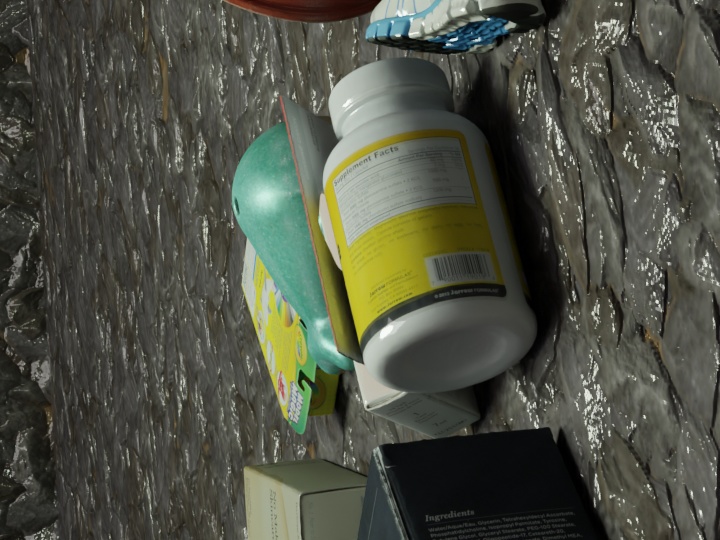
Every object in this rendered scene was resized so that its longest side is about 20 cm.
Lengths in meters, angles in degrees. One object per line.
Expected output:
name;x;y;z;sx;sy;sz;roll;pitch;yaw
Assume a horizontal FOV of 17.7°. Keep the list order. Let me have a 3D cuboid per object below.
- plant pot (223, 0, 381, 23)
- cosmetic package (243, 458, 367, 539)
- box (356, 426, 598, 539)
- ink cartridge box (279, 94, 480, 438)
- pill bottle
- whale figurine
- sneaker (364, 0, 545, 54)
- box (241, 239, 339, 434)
plant pot;-0.030;-0.302;1.526;0.195;0.201;0.201;116;147;-46
cosmetic package;-0.038;0.216;1.897;0.200;0.073;0.104;-179;84;-75
box;0.075;0.237;1.404;0.197;0.124;0.200;-112;23;-44
ink cartridge box;0.000;0.000;1.552;0.044;0.174;0.200;-28;59;26
pill bottle;0.038;-0.031;1.474;0.112;0.112;0.200;111;150;-58
whale figurine;-0.042;-0.018;1.781;0.159;0.104;0.200;165;100;-74
sneaker;0.062;-0.185;1.447;0.200;0.075;0.087;171;102;-67
box;-0.054;0.033;1.949;0.200;0.048;0.117;-108;21;-46
